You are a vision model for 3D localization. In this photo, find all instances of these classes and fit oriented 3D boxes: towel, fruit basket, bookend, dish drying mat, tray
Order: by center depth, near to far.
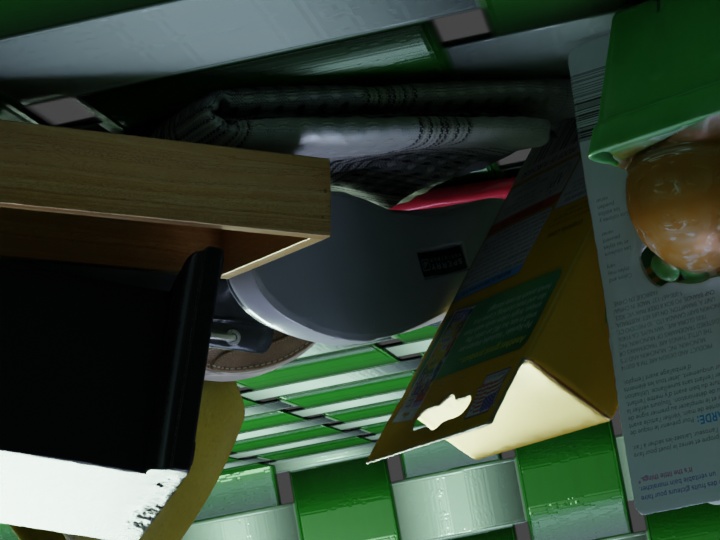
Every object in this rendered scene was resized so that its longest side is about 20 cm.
[{"bbox_3d":[0.171,-0.018,0.825,0.185,0.201,0.093,-19,168,41],"label":"fruit basket"},{"bbox_3d":[-0.122,-0.030,0.843,0.199,0.037,0.099,6,167,-28],"label":"tray"},{"bbox_3d":[-0.173,0.043,0.889,0.199,0.093,0.199,10,163,-9],"label":"bookend"},{"bbox_3d":[-0.020,-0.046,0.968,0.199,0.035,0.192,-6,170,-31],"label":"towel"},{"bbox_3d":[0.012,-0.031,1.166,0.199,0.018,0.077,-7,172,-16],"label":"dish drying mat"}]

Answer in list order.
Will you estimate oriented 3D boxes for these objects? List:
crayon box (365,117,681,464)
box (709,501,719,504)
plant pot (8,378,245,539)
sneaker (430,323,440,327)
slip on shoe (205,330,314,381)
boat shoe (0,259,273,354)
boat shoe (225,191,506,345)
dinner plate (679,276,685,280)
[{"bbox_3d":[0.090,0.008,0.954,0.051,0.201,0.126,36,156,-13],"label":"crayon box"},{"bbox_3d":[0.271,0.005,1.097,0.198,0.201,0.130,-16,172,36],"label":"box"},{"bbox_3d":[-0.154,0.087,1.264,0.142,0.200,0.200,-35,179,-18],"label":"plant pot"},{"bbox_3d":[0.046,-0.001,1.288,0.079,0.076,0.200,13,177,10],"label":"sneaker"},{"bbox_3d":[-0.096,0.017,1.197,0.199,0.076,0.061,3,154,-33],"label":"slip on shoe"},{"bbox_3d":[-0.138,0.012,1.021,0.199,0.061,0.076,1,-176,12],"label":"boat shoe"},{"bbox_3d":[0.000,0.000,1.013,0.070,0.071,0.199,-17,175,42],"label":"boat shoe"},{"bbox_3d":[0.139,-0.006,0.976,0.024,0.201,0.200,35,154,-15],"label":"dinner plate"}]
